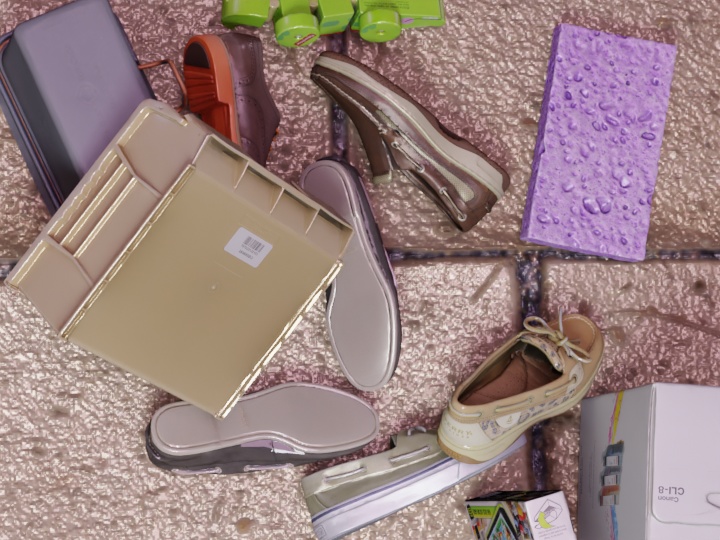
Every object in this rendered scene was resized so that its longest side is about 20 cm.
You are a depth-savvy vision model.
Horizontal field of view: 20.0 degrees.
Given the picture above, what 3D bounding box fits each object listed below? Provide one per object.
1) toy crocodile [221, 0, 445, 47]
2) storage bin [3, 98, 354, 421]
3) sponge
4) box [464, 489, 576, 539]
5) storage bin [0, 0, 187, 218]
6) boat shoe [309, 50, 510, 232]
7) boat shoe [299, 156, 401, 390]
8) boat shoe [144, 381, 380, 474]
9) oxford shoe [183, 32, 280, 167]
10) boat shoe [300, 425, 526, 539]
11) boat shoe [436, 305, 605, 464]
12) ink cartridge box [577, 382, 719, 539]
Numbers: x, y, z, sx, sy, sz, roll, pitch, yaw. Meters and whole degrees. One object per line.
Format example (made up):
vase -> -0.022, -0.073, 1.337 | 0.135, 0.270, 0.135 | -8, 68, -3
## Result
toy crocodile -> -0.022, -0.229, 1.774 | 0.199, 0.062, 0.068 | -5, 71, -16
storage bin -> -0.137, -0.009, 1.622 | 0.199, 0.094, 0.200 | -52, 135, 5
sponge -> 0.213, -0.114, 1.818 | 0.111, 0.030, 0.201 | 11, 82, -9
box -> 0.138, 0.237, 1.676 | 0.035, 0.200, 0.111 | -14, 86, -12
storage bin -> -0.212, -0.135, 1.686 | 0.145, 0.134, 0.201 | -24, 89, -12
boat shoe -> 0.032, -0.107, 1.762 | 0.202, 0.075, 0.075 | 36, 84, -5
boat shoe -> 0.000, 0.000, 1.744 | 0.067, 0.057, 0.201 | -14, 90, 23
boat shoe -> -0.085, 0.137, 1.726 | 0.199, 0.057, 0.067 | -2, 62, -15
oxford shoe -> -0.096, -0.104, 1.739 | 0.073, 0.071, 0.201 | -12, 98, -34
boat shoe -> 0.045, 0.165, 1.734 | 0.199, 0.072, 0.062 | -23, 83, -11
boat shoe -> 0.143, 0.089, 1.731 | 0.073, 0.063, 0.200 | 30, 48, 25
ink cartridge box -> 0.278, 0.174, 1.710 | 0.144, 0.200, 0.146 | 4, 83, -10
